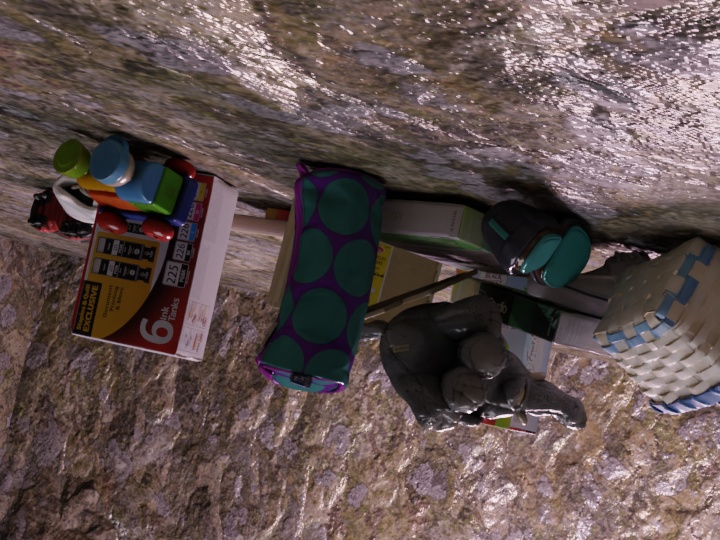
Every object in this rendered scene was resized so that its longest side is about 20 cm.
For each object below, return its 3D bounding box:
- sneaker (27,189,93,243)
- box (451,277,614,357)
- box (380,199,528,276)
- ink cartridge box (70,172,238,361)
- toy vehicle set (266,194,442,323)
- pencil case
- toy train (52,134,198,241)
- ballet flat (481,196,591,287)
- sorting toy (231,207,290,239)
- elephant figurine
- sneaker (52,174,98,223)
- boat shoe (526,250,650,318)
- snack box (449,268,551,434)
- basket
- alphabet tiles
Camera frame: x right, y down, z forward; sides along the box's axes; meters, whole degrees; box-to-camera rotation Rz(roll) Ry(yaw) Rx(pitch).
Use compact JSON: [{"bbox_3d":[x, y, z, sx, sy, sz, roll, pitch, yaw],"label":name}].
[{"bbox_3d":[-0.423,-0.079,1.812,0.097,0.072,0.200,17,175,-39],"label":"sneaker"},{"bbox_3d":[0.201,0.050,1.223,0.143,0.037,0.200,14,-178,-27],"label":"box"},{"bbox_3d":[0.103,-0.030,1.200,0.143,0.037,0.199,7,174,42],"label":"box"},{"bbox_3d":[-0.249,-0.014,1.348,0.174,0.202,0.084,9,174,16],"label":"ink cartridge box"},{"bbox_3d":[0.000,0.000,1.328,0.199,0.126,0.026,16,-179,-33],"label":"toy vehicle set"},{"bbox_3d":[-0.036,0.009,1.094,0.092,0.202,0.085,14,171,-16],"label":"pencil case"},{"bbox_3d":[-0.275,-0.097,1.242,0.198,0.085,0.116,9,164,36],"label":"toy train"},{"bbox_3d":[0.152,-0.029,1.052,0.072,0.074,0.200,10,-179,23],"label":"ballet flat"},{"bbox_3d":[-0.042,-0.046,1.492,0.184,0.037,0.199,9,179,32],"label":"sorting toy"},{"bbox_3d":[0.113,0.105,1.191,0.141,0.156,0.200,-32,154,18],"label":"elephant figurine"},{"bbox_3d":[-0.303,-0.079,1.536,0.198,0.071,0.080,12,172,7],"label":"sneaker"},{"bbox_3d":[0.260,0.014,1.170,0.198,0.071,0.071,11,-177,-8],"label":"boat shoe"},{"bbox_3d":[0.161,0.082,1.425,0.053,0.202,0.142,15,174,-39],"label":"snack box"},{"bbox_3d":[0.326,0.068,1.066,0.200,0.139,0.176,40,158,-7],"label":"basket"},{"bbox_3d":[0.015,0.039,1.205,0.199,0.006,0.166,-21,179,34],"label":"alphabet tiles"}]
